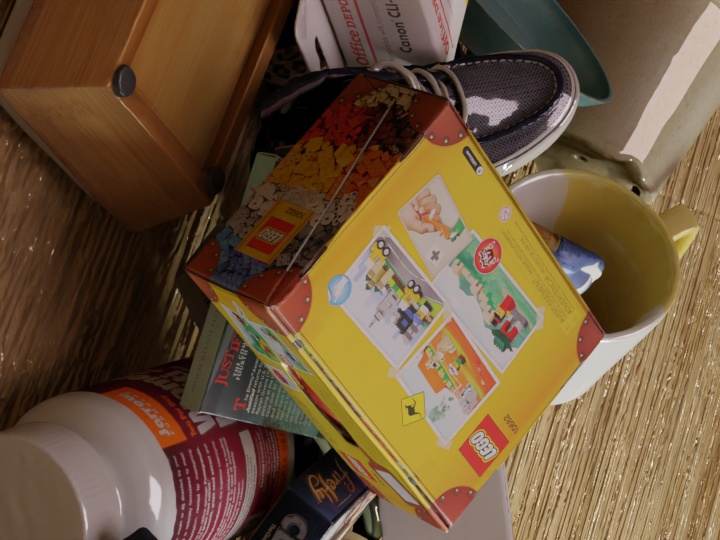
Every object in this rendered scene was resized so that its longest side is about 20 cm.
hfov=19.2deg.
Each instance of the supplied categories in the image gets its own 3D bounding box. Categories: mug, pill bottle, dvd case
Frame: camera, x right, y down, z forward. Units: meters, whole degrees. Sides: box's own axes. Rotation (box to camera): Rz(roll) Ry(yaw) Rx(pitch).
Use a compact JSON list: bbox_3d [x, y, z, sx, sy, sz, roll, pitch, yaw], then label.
[{"bbox_3d":[0.164,0.028,1.620,0.153,0.186,0.150,112,-21,-55],"label":"mug"},{"bbox_3d":[-0.128,0.114,1.160,0.200,0.109,0.110,-15,111,-61],"label":"pill bottle"},{"bbox_3d":[-0.003,0.026,1.203,0.200,0.022,0.146,16,91,-46],"label":"dvd case"}]

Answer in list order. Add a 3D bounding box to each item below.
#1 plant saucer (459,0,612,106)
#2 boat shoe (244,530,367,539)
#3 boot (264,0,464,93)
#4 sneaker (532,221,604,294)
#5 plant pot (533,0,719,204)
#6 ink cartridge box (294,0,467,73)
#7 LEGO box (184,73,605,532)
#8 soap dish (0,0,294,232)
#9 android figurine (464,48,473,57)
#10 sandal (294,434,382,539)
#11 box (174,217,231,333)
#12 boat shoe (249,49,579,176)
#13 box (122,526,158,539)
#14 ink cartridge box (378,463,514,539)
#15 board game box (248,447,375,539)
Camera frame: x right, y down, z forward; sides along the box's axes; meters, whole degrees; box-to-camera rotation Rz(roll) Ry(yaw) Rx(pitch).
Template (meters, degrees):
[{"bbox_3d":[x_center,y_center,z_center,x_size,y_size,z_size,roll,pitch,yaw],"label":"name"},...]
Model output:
[{"bbox_3d":[0.094,-0.181,1.475,0.036,0.200,0.200,-42,161,20],"label":"plant saucer"},{"bbox_3d":[-0.023,0.210,1.433,0.200,0.070,0.070,37,61,-60],"label":"boat shoe"},{"bbox_3d":[-0.001,-0.137,1.379,0.200,0.073,0.151,-53,142,-34],"label":"boot"},{"bbox_3d":[0.105,0.018,1.420,0.088,0.075,0.200,-60,179,-7],"label":"sneaker"},{"bbox_3d":[0.210,-0.158,1.671,0.184,0.200,0.200,-62,149,-12],"label":"plant pot"},{"bbox_3d":[0.023,-0.189,1.257,0.117,0.067,0.200,65,36,-58],"label":"ink cartridge box"},{"bbox_3d":[0.024,0.019,1.150,0.149,0.077,0.200,-49,128,-16],"label":"LEGO box"},{"bbox_3d":[-0.108,-0.140,1.155,0.157,0.081,0.200,52,53,-55],"label":"soap dish"},{"bbox_3d":[0.073,-0.067,1.512,0.182,0.041,0.200,95,8,-58],"label":"android figurine"},{"bbox_3d":[-0.021,0.117,1.425,0.201,0.057,0.080,68,15,-56],"label":"sandal"},{"bbox_3d":[0.000,0.000,1.294,0.200,0.078,0.095,-17,72,-36],"label":"box"},{"bbox_3d":[0.032,-0.087,1.205,0.093,0.200,0.075,84,-17,-72],"label":"boat shoe"},{"bbox_3d":[-0.141,0.249,1.038,0.200,0.148,0.104,-34,138,-6],"label":"box"},{"bbox_3d":[0.058,0.145,1.448,0.200,0.083,0.145,70,12,-73],"label":"ink cartridge box"},{"bbox_3d":[-0.056,0.187,1.271,0.200,0.035,0.135,-55,172,24],"label":"board game box"}]
